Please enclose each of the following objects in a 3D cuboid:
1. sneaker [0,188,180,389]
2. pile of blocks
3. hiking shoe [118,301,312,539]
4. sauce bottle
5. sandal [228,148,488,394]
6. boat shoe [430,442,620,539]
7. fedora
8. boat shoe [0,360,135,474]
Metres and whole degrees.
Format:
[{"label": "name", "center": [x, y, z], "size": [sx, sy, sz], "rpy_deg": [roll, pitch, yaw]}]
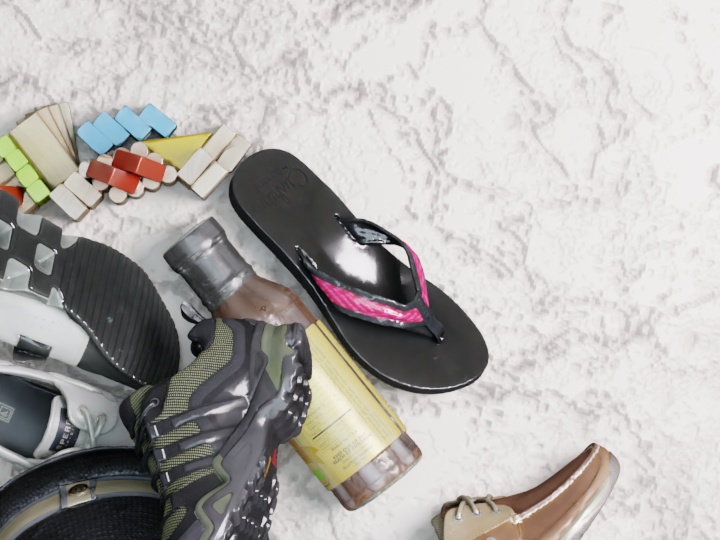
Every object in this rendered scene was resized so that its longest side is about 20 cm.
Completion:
[{"label": "sneaker", "center": [-0.199, 0.017, 1.650], "size": [0.200, 0.088, 0.074], "rpy_deg": [37, 48, -31]}, {"label": "pile of blocks", "center": [-0.168, -0.069, 1.665], "size": [0.200, 0.062, 0.082], "rpy_deg": [-13, 90, -4]}, {"label": "hiking shoe", "center": [-0.099, 0.115, 1.590], "size": [0.101, 0.076, 0.200], "rpy_deg": [12, 60, 17]}, {"label": "sauce bottle", "center": [-0.045, 0.055, 1.669], "size": [0.065, 0.065, 0.200], "rpy_deg": [-38, 89, -3]}, {"label": "sandal", "center": [0.000, 0.000, 1.669], "size": [0.200, 0.045, 0.075], "rpy_deg": [44, 59, 0]}, {"label": "boat shoe", "center": [0.076, 0.173, 1.669], "size": [0.200, 0.076, 0.072], "rpy_deg": [-43, 89, -5]}, {"label": "fedora", "center": [-0.146, 0.203, 1.619], "size": [0.201, 0.092, 0.201], "rpy_deg": [-3, 111, -9]}, {"label": "boat shoe", "center": [-0.183, 0.097, 1.658], "size": [0.200, 0.066, 0.072], "rpy_deg": [25, 88, -2]}]
